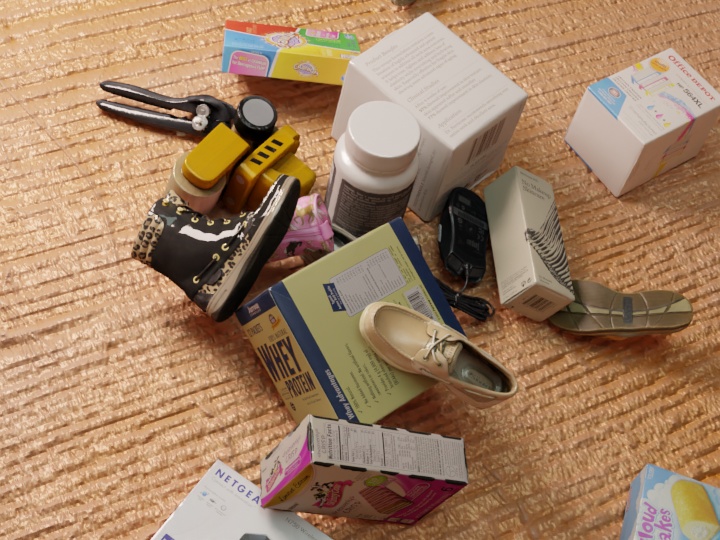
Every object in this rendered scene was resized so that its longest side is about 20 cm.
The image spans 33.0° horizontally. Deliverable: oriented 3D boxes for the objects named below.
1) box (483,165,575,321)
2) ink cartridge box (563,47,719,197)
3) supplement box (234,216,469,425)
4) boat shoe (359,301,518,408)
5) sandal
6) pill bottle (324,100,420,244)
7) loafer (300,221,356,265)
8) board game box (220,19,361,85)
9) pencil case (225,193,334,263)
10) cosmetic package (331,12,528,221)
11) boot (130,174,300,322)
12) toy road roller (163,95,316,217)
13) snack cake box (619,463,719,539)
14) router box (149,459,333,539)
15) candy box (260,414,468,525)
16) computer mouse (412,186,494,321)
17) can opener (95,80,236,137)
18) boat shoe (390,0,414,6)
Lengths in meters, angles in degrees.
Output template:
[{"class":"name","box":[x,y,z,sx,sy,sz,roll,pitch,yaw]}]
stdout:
[{"class":"box","box":[0.227,-0.037,1.654,0.082,0.068,0.201,22,47,-34]},{"class":"ink cartridge box","box":[0.429,-0.226,1.803,0.200,0.125,0.129,-28,65,-25]},{"class":"supplement box","box":[-0.007,0.077,1.471,0.199,0.134,0.201,-29,89,-26]},{"class":"boat shoe","box":[0.092,0.094,1.398,0.200,0.065,0.072,33,67,-14]},{"class":"sandal","box":[0.343,0.061,1.630,0.199,0.054,0.081,3,58,14]},{"class":"pill bottle","box":[0.015,-0.122,1.609,0.113,0.200,0.113,5,56,-7]},{"class":"loafer","box":[0.000,0.000,1.602,0.200,0.070,0.070,33,57,12]},{"class":"board game box","box":[-0.101,-0.318,1.776,0.199,0.040,0.153,5,25,-8]},{"class":"pencil case","box":[-0.131,-0.040,1.560,0.199,0.083,0.087,-14,55,6]},{"class":"cosmetic package","box":[0.094,-0.217,1.710,0.167,0.167,0.200,-36,70,-29]},{"class":"boot","box":[-0.177,-0.055,1.493,0.150,0.073,0.200,30,90,14]},{"class":"toy road roller","box":[-0.153,-0.122,1.631,0.146,0.123,0.200,41,57,4]},{"class":"snack cake box","box":[0.366,0.344,1.440,0.115,0.067,0.200,20,55,2]},{"class":"router box","box":[-0.137,0.339,1.359,0.200,0.049,0.180,32,57,12]},{"class":"candy box","box":[0.003,0.229,1.375,0.199,0.136,0.061,12,54,-24]},{"class":"computer mouse","box":[0.112,-0.030,1.642,0.140,0.046,0.201,19,56,-31]},{"class":"can opener","box":[-0.276,-0.225,1.721,0.199,0.079,0.064,8,94,-2]},{"class":"boat shoe","box":[0.080,-0.491,1.953,0.062,0.075,0.200,20,50,10]}]
